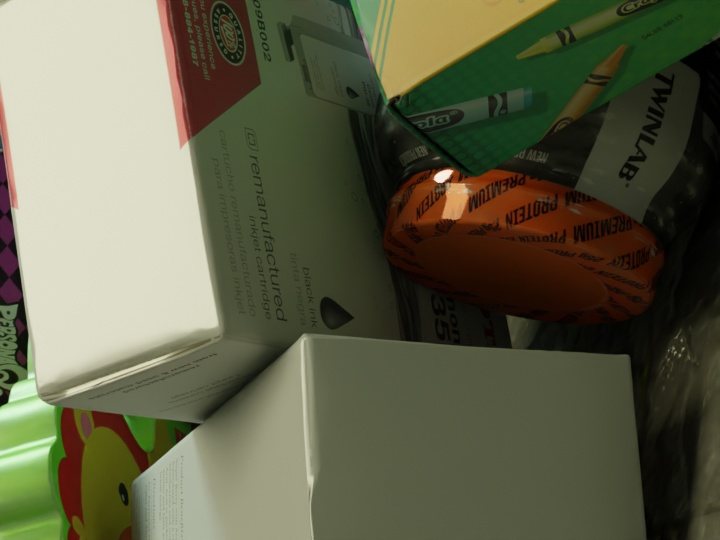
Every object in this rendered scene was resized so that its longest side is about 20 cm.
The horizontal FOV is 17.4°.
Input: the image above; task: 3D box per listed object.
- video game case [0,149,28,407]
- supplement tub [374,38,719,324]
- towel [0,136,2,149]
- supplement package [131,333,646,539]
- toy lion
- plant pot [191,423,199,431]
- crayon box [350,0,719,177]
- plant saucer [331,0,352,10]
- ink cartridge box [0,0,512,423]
[{"bbox_3d":[-0.193,0.074,1.045,0.181,0.036,0.201,-45,45,45],"label":"video game case"},{"bbox_3d":[0.075,-0.090,0.835,0.122,0.122,0.201,147,139,-66],"label":"supplement tub"},{"bbox_3d":[-0.139,0.015,1.197,0.024,0.147,0.201,-11,97,52],"label":"towel"},{"bbox_3d":[0.004,0.109,0.818,0.200,0.119,0.122,140,131,-62],"label":"supplement package"},{"bbox_3d":[-0.101,0.094,0.954,0.192,0.068,0.201,49,-152,-64],"label":"toy lion"},{"bbox_3d":[-0.111,0.098,1.127,0.093,0.200,0.201,-9,64,64],"label":"plant pot"},{"bbox_3d":[0.088,-0.131,0.729,0.200,0.058,0.119,-30,54,19],"label":"crayon box"},{"bbox_3d":[0.037,-0.157,0.958,0.200,0.070,0.019,-36,27,-24],"label":"plant saucer"},{"bbox_3d":[-0.034,-0.024,0.850,0.083,0.200,0.147,-19,73,29],"label":"ink cartridge box"}]
